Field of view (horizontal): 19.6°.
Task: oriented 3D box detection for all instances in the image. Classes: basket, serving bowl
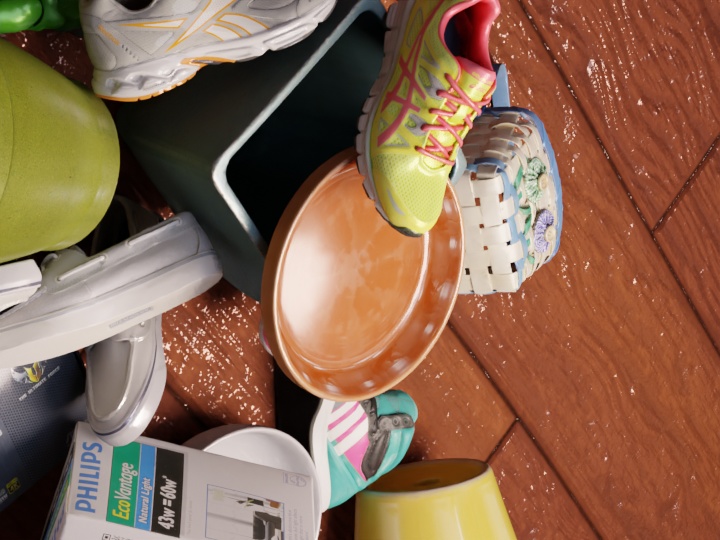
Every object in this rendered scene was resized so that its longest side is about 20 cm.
[{"bbox_3d":[0.115,-0.072,1.894,0.200,0.138,0.177,-70,153,-58],"label":"basket"},{"bbox_3d":[-0.128,0.222,1.800,0.199,0.066,0.201,-18,117,-40],"label":"serving bowl"}]

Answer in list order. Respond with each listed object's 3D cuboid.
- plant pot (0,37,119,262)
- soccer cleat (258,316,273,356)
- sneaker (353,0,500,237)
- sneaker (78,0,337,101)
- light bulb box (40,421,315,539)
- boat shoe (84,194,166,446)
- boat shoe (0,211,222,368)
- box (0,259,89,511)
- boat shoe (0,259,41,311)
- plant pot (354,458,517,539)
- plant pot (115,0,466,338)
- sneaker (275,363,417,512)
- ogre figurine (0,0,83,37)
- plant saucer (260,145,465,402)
[{"bbox_3d":[-0.277,-0.085,1.467,0.193,0.200,0.201,4,102,-58],"label":"plant pot"},{"bbox_3d":[-0.030,0.004,1.796,0.070,0.086,0.200,49,61,-18],"label":"soccer cleat"},{"bbox_3d":[0.056,-0.124,1.521,0.078,0.090,0.201,19,74,-44],"label":"sneaker"},{"bbox_3d":[-0.110,-0.196,1.507,0.199,0.076,0.092,-24,114,-16],"label":"sneaker"},{"bbox_3d":[-0.157,0.250,1.641,0.199,0.125,0.199,15,118,-12],"label":"light bulb box"},{"bbox_3d":[-0.190,0.035,1.624,0.066,0.072,0.201,37,53,-48],"label":"boat shoe"},{"bbox_3d":[-0.205,0.013,1.559,0.199,0.069,0.072,-24,168,-4],"label":"boat shoe"},{"bbox_3d":[-0.303,0.111,1.596,0.200,0.051,0.158,-40,129,-29],"label":"box"},{"bbox_3d":[-0.317,0.055,1.497,0.199,0.071,0.070,-23,90,-12],"label":"boat shoe"},{"bbox_3d":[0.074,0.282,1.944,0.200,0.200,0.190,-14,99,-41],"label":"plant pot"},{"bbox_3d":[-0.077,-0.101,1.634,0.197,0.199,0.196,-50,134,-20],"label":"plant pot"},{"bbox_3d":[-0.006,0.117,1.867,0.120,0.084,0.201,-19,125,-34],"label":"sneaker"},{"bbox_3d":[-0.226,-0.249,1.509,0.119,0.098,0.201,18,80,-35],"label":"ogre figurine"},{"bbox_3d":[0.000,0.000,1.580,0.200,0.032,0.201,-17,115,-40],"label":"plant saucer"}]
